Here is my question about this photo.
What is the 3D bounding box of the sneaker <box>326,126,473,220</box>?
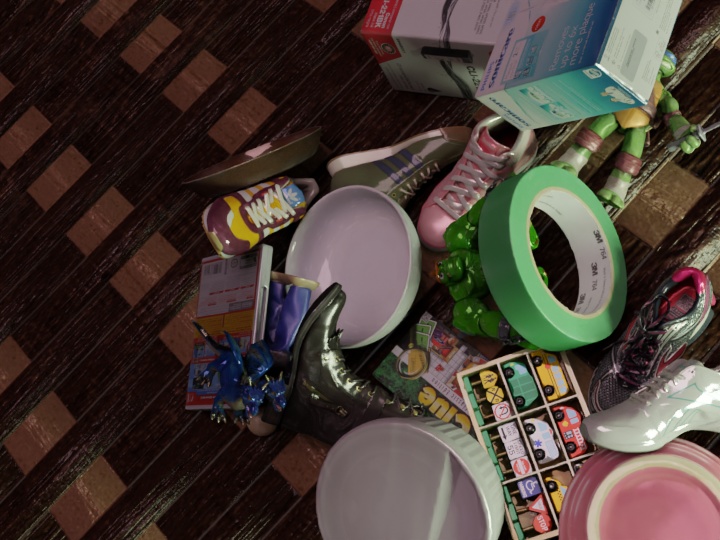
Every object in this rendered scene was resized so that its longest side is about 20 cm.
[{"bbox_3d":[0.056,-0.116,1.262,0.199,0.067,0.090,-13,71,15],"label":"sneaker"}]

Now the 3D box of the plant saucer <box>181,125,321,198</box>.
[{"bbox_3d":[-0.139,-0.140,1.298,0.199,0.200,0.035,-19,102,12],"label":"plant saucer"}]

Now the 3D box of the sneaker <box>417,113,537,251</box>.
[{"bbox_3d":[0.138,-0.117,1.201,0.075,0.105,0.200,42,86,20],"label":"sneaker"}]

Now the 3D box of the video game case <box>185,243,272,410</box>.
[{"bbox_3d":[-0.166,0.074,1.230,0.143,0.017,0.201,-10,70,48],"label":"video game case"}]

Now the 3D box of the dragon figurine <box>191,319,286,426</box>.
[{"bbox_3d":[-0.138,0.107,1.116,0.100,0.059,0.200,-55,37,27],"label":"dragon figurine"}]

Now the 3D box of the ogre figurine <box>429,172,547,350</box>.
[{"bbox_3d":[0.152,0.000,1.132,0.120,0.098,0.201,-22,83,40],"label":"ogre figurine"}]

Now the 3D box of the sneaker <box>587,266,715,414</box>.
[{"bbox_3d":[0.311,0.080,1.065,0.080,0.075,0.200,30,81,28],"label":"sneaker"}]

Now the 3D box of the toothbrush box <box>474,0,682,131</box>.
[{"bbox_3d":[0.237,-0.248,1.080,0.200,0.085,0.147,-1,63,60],"label":"toothbrush box"}]

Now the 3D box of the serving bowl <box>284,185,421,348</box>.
[{"bbox_3d":[0.000,0.000,1.210,0.199,0.066,0.201,-10,74,37],"label":"serving bowl"}]

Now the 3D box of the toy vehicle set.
[{"bbox_3d":[0.195,0.187,1.068,0.124,0.027,0.201,-21,69,6],"label":"toy vehicle set"}]

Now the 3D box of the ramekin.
[{"bbox_3d":[0.061,0.248,1.039,0.201,0.094,0.203,3,96,29],"label":"ramekin"}]

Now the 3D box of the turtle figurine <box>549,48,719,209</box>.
[{"bbox_3d":[0.316,-0.177,1.126,0.194,0.144,0.200,-59,30,5],"label":"turtle figurine"}]

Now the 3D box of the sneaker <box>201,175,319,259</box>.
[{"bbox_3d":[-0.120,-0.078,1.212,0.090,0.200,0.075,-24,101,25],"label":"sneaker"}]

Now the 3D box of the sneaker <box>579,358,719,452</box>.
[{"bbox_3d":[0.317,0.132,1.004,0.199,0.070,0.081,-11,105,-9],"label":"sneaker"}]

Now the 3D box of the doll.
[{"bbox_3d":[-0.103,0.105,1.199,0.136,0.048,0.201,14,90,41],"label":"doll"}]

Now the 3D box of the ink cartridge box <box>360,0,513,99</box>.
[{"bbox_3d":[0.122,-0.293,1.265,0.199,0.144,0.084,11,73,25],"label":"ink cartridge box"}]

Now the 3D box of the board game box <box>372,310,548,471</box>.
[{"bbox_3d":[0.117,0.143,1.142,0.200,0.023,0.105,37,86,30],"label":"board game box"}]

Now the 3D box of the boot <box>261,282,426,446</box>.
[{"bbox_3d":[-0.004,0.130,1.122,0.173,0.069,0.201,24,101,-3],"label":"boot"}]

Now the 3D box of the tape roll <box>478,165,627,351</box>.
[{"bbox_3d":[0.214,-0.014,1.075,0.048,0.200,0.201,-22,56,46],"label":"tape roll"}]

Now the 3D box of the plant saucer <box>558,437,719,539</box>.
[{"bbox_3d":[0.300,0.263,0.979,0.199,0.051,0.202,-3,71,7],"label":"plant saucer"}]
